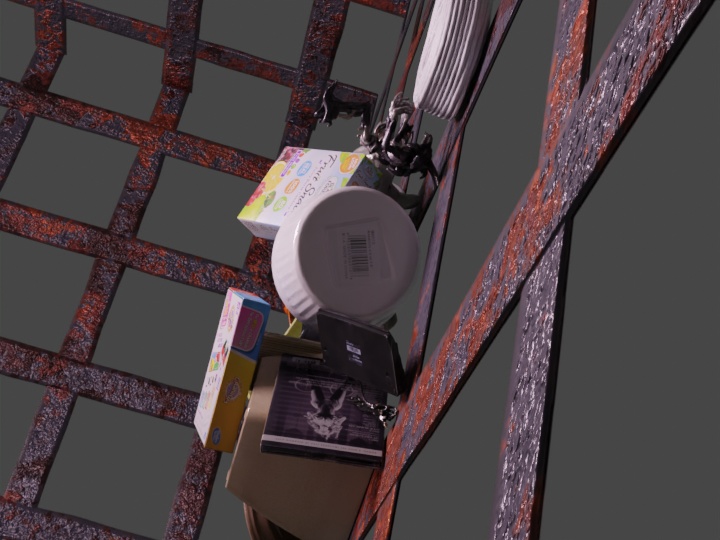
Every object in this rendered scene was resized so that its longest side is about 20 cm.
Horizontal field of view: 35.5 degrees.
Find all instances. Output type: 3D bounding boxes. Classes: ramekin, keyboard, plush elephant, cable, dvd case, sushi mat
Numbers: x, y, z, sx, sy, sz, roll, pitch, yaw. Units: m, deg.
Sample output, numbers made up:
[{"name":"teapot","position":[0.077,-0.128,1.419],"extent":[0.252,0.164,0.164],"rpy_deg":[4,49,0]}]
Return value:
[{"name":"ramekin","position":[-0.014,-0.016,1.507],"extent":[0.098,0.198,0.203],"rpy_deg":[147,139,-73]},{"name":"keyboard","position":[0.002,0.119,1.376],"extent":[0.199,0.020,0.129],"rpy_deg":[15,116,62]},{"name":"plush elephant","position":[0.015,-0.106,1.737],"extent":[0.155,0.199,0.166],"rpy_deg":[-41,24,40]},{"name":"cable","position":[0.126,-0.309,1.538],"extent":[0.201,0.068,0.202],"rpy_deg":[-80,7,-55]},{"name":"dvd case","position":[-0.040,0.174,1.419],"extent":[0.201,0.146,0.016],"rpy_deg":[-82,0,-61]},{"name":"sushi mat","position":[-0.067,0.144,1.584],"extent":[0.012,0.197,0.097],"rpy_deg":[-118,44,-65]}]

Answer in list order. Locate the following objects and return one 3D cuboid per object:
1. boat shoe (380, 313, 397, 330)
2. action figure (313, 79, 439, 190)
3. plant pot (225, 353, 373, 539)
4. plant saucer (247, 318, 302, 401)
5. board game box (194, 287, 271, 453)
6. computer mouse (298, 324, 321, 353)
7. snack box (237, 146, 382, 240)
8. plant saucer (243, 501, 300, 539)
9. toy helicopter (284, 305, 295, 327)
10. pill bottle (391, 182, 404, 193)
[{"name":"boat shoe","position":[0.000,0.000,1.623],"extent":[0.201,0.073,0.075],"rpy_deg":[52,164,29]},{"name":"action figure","position":[0.039,-0.196,1.552],"extent":[0.103,0.199,0.119],"rpy_deg":[-59,3,0]},{"name":"plant pot","position":[-0.076,0.227,1.514],"extent":[0.201,0.175,0.202],"rpy_deg":[-83,10,-61]},{"name":"plant saucer","position":[-0.086,0.169,1.755],"extent":[0.201,0.048,0.200],"rpy_deg":[-55,29,10]},{"name":"board game box","position":[-0.177,0.131,1.533],"extent":[0.153,0.040,0.203],"rpy_deg":[-160,85,-76]},{"name":"computer mouse","position":[-0.039,0.140,1.615],"extent":[0.046,0.139,0.202],"rpy_deg":[-93,28,-72]},{"name":"snack box","position":[-0.077,-0.109,1.659],"extent":[0.199,0.053,0.143],"rpy_deg":[13,65,50]},{"name":"plant saucer","position":[-0.098,0.345,1.614],"extent":[0.029,0.201,0.201],"rpy_deg":[-20,35,26]},{"name":"toy helicopter","position":[-0.082,0.037,1.937],"extent":[0.079,0.131,0.200],"rpy_deg":[62,174,-28]},{"name":"pill bottle","position":[-0.003,-0.062,2.004],"extent":[0.120,0.118,0.202],"rpy_deg":[-87,14,-72]}]
